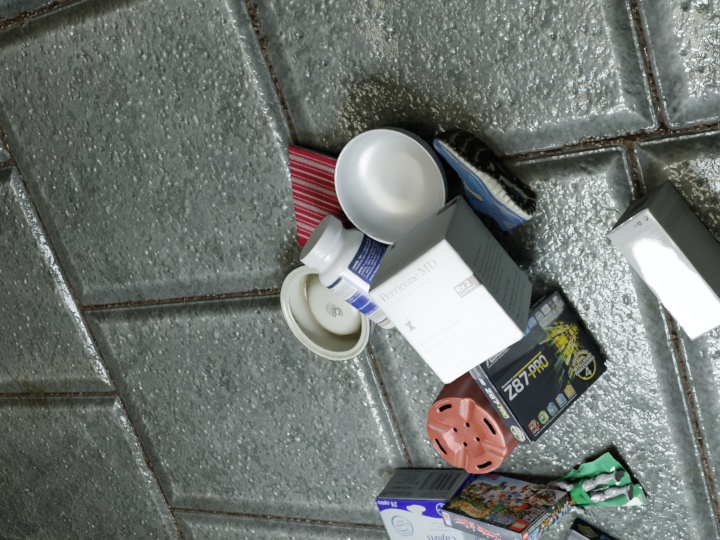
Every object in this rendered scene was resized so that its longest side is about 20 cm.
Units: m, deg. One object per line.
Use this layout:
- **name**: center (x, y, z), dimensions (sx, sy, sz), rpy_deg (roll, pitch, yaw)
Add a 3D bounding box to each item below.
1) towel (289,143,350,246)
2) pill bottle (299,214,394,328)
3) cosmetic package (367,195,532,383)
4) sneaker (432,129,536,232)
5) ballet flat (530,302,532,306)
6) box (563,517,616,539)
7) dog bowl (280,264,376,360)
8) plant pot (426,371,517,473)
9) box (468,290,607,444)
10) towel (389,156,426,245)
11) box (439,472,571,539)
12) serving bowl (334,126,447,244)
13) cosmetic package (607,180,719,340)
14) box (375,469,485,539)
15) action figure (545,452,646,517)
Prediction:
- **towel**: center (-0.069, -0.118, 1.841), dimensions (0.144, 0.022, 0.203), rpy_deg (21, 127, 41)
- **pill bottle**: center (0.000, 0.000, 1.764), dimensions (0.199, 0.116, 0.116), rpy_deg (36, 134, -14)
- **cosmetic package**: center (0.145, 0.029, 1.618), dimensions (0.164, 0.165, 0.200), rpy_deg (-36, 104, 27)
- **sneaker**: center (0.184, -0.138, 1.642), dimensions (0.200, 0.078, 0.089), rpy_deg (46, 130, 2)
- **ballet flat**: center (0.204, 0.023, 1.739), dimensions (0.199, 0.069, 0.072), rpy_deg (34, 110, 7)
- **box**: center (0.443, 0.588, 1.889), dimensions (0.198, 0.050, 0.201), rpy_deg (27, 116, 18)
- **dog bowl**: center (-0.050, 0.064, 1.927), dimensions (0.198, 0.074, 0.203), rpy_deg (16, 124, 26)
- **plant pot**: center (0.218, 0.230, 1.756), dimensions (0.199, 0.195, 0.203), rpy_deg (17, 125, 26)
- **box**: center (0.287, 0.156, 1.665), dimensions (0.162, 0.199, 0.049), rpy_deg (55, 155, -4)
- **towel**: center (0.088, -0.093, 1.773), dimensions (0.144, 0.022, 0.201), rpy_deg (-34, 96, 40)
- **box**: center (0.259, 0.430, 1.853), dimensions (0.199, 0.136, 0.038), rpy_deg (3, 115, 50)
- **serving bowl**: center (0.059, -0.148, 1.701), dimensions (0.197, 0.066, 0.203), rpy_deg (13, 121, 22)
- **cosmetic package**: center (0.466, -0.016, 1.500), dimensions (0.201, 0.107, 0.085), rpy_deg (52, 132, -1)
- **box**: center (0.154, 0.502, 2.023), dimensions (0.182, 0.105, 0.202), rpy_deg (-8, 112, 38)
- **action figure**: center (0.394, 0.396, 1.832), dimensions (0.199, 0.055, 0.119), rpy_deg (-29, 101, 46)
